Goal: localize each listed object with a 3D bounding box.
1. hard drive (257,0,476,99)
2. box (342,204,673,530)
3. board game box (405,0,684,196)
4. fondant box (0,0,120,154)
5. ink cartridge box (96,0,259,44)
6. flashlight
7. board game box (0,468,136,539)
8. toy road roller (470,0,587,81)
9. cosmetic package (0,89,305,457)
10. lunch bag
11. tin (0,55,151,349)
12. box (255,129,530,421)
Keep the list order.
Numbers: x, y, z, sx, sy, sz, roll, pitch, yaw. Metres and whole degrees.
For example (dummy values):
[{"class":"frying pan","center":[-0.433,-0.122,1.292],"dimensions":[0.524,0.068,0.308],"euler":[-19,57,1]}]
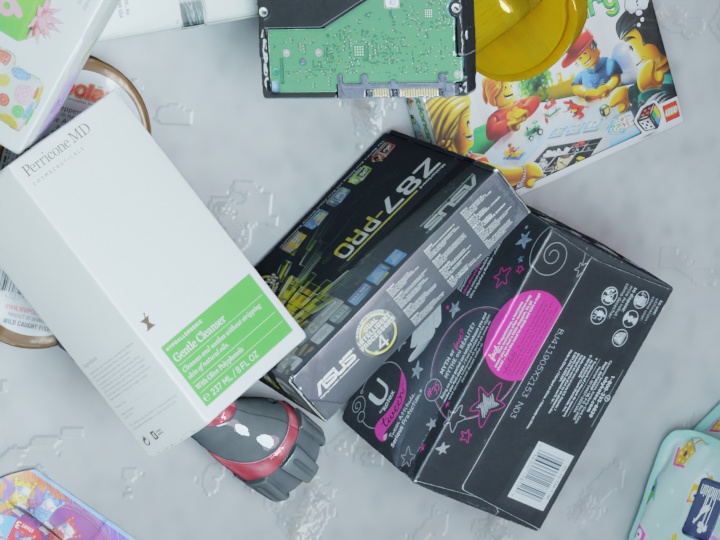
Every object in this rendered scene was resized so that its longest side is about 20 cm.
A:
[{"class":"hard drive","center":[0.002,-0.210,1.444],"dimensions":[0.139,0.038,0.202],"euler":[0,101,18]},{"class":"box","center":[0.103,0.059,1.618],"dimensions":[0.132,0.115,0.201],"euler":[24,98,-35]},{"class":"board game box","center":[0.132,-0.131,1.655],"dimensions":[0.199,0.035,0.127],"euler":[-25,108,-18]},{"class":"fondant box","center":[-0.251,-0.187,1.392],"dimensions":[0.199,0.058,0.145],"euler":[32,107,1]},{"class":"ink cartridge box","center":[-0.142,-0.229,1.484],"dimensions":[0.199,0.083,0.148],"euler":[-11,104,-22]},{"class":"flashlight","center":[-0.109,0.084,1.549],"dimensions":[0.068,0.068,0.200],"euler":[-52,127,-4]},{"class":"board game box","center":[-0.215,0.240,1.564],"dimensions":[0.200,0.039,0.158],"euler":[39,83,-25]},{"class":"toy road roller","center":[0.070,-0.218,1.514],"dimensions":[0.200,0.123,0.146],"euler":[52,36,-6]},{"class":"cosmetic package","center":[-0.144,0.003,1.440],"dimensions":[0.200,0.085,0.108],"euler":[52,52,-5]},{"class":"lunch bag","center":[0.313,0.172,1.720],"dimensions":[0.200,0.170,0.122],"euler":[-35,113,-17]},{"class":"tin","center":[-0.205,-0.046,1.518],"dimensions":[0.111,0.042,0.201],"euler":[13,94,-30]},{"class":"box","center":[0.000,0.000,1.550],"dimensions":[0.200,0.161,0.049],"euler":[-45,119,-9]}]
